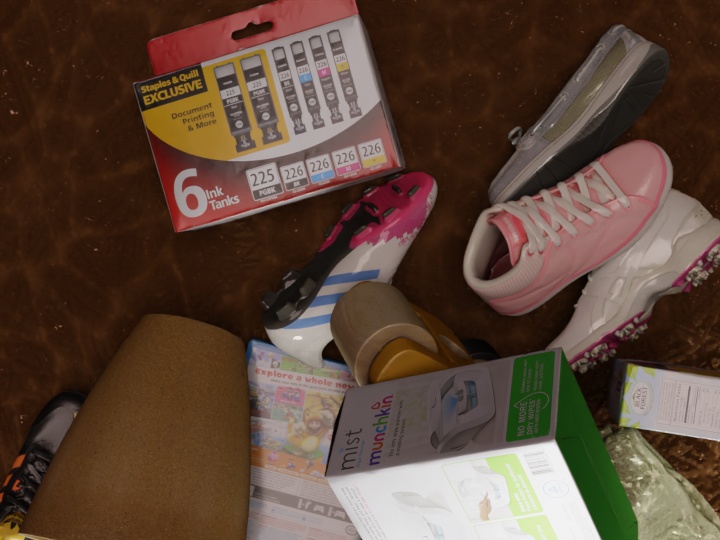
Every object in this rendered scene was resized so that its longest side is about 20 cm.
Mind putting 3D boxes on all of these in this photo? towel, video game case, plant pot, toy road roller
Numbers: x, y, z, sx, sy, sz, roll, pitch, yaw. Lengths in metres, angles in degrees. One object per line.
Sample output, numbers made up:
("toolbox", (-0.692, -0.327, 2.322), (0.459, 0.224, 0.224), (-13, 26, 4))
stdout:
("towel", (0.194, 0.229, 0.994), (0.148, 0.036, 0.200), (45, 116, 0))
("video game case", (-0.056, 0.176, 1.081), (0.142, 0.018, 0.201), (15, 92, 0))
("plant pot", (-0.166, 0.146, 1.013), (0.185, 0.187, 0.201), (13, 72, -1))
("toy road roller", (0.043, 0.118, 1.006), (0.200, 0.123, 0.146), (33, 101, -28))

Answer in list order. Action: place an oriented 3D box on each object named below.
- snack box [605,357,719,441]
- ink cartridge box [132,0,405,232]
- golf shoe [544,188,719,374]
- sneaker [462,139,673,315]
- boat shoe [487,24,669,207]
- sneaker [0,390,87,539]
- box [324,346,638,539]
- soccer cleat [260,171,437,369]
("snack box", (0.276, 0.106, 0.979), (0.141, 0.200, 0.053), (9, 88, 10))
("ink cartridge box", (-0.081, -0.143, 1.029), (0.199, 0.084, 0.177), (-16, 92, 6))
("golf shoe", (0.228, 0.010, 1.061), (0.200, 0.075, 0.092), (-41, 70, 2))
("sneaker", (0.169, -0.040, 1.010), (0.200, 0.104, 0.076), (-41, 60, 16))
("boat shoe", (0.181, -0.126, 1.053), (0.202, 0.074, 0.065), (-49, 55, 4))
("sneaker", (-0.282, 0.203, 1.043), (0.070, 0.090, 0.201), (24, 92, -1))
("box", (0.096, 0.174, 0.901), (0.175, 0.097, 0.201), (-14, 126, 24))
("soccer cleat", (0.000, 0.000, 1.059), (0.200, 0.070, 0.086), (-44, 123, -8))
